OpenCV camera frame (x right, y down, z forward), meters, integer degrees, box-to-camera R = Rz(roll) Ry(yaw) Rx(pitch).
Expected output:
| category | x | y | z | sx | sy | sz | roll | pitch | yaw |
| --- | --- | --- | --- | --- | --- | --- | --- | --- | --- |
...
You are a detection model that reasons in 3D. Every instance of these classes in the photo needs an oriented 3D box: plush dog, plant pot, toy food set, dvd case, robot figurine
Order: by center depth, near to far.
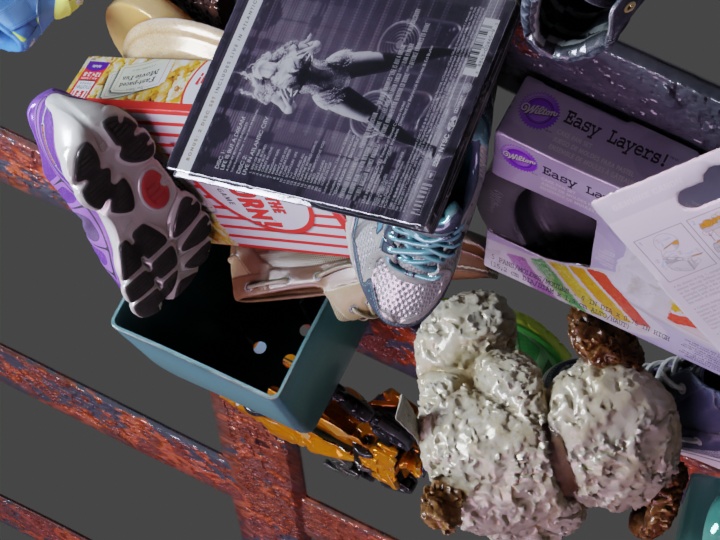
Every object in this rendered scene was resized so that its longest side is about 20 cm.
| category | x | y | z | sx | sy | sz | roll | pitch | yaw |
| --- | --- | --- | --- | --- | --- | --- | --- | --- | --- |
| dvd case | -0.012 | -0.108 | 1.532 | 0.199 | 0.149 | 0.016 | 14 | 165 | 35 |
| plush dog | 0.132 | 0.113 | 1.717 | 0.171 | 0.161 | 0.201 | -16 | 106 | 18 |
| toy food set | -0.075 | -0.111 | 1.733 | 0.199 | 0.049 | 0.198 | 10 | 150 | 40 |
| plant pot | -0.072 | 0.040 | 1.925 | 0.141 | 0.142 | 0.200 | 23 | 165 | 18 |
| robot figurine | -0.028 | 0.114 | 2.121 | 0.199 | 0.058 | 0.145 | 26 | 157 | 14 |

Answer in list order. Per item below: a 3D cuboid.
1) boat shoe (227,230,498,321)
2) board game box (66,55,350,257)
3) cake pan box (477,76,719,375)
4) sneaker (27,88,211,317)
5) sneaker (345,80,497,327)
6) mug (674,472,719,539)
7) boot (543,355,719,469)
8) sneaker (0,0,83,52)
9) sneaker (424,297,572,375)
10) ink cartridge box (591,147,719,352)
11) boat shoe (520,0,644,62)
| category | x | y | z | sx | sy | sz | roll | pitch | yaw |
| --- | --- | --- | --- | --- | --- | --- | --- | --- | --- |
| boat shoe | 0.000 | 0.000 | 1.782 | 0.199 | 0.074 | 0.076 | 3 | 173 | 23 |
| board game box | -0.084 | -0.076 | 1.690 | 0.199 | 0.046 | 0.152 | 6 | 147 | 45 |
| cake pan box | 0.170 | -0.025 | 1.606 | 0.199 | 0.052 | 0.184 | 26 | 155 | 11 |
| sneaker | -0.163 | -0.052 | 1.710 | 0.083 | 0.081 | 0.200 | 34 | 157 | 39 |
| sneaker | 0.035 | -0.040 | 1.576 | 0.077 | 0.087 | 0.201 | 8 | 125 | -5 |
| mug | 0.280 | 0.212 | 1.789 | 0.184 | 0.115 | 0.152 | 16 | 175 | -26 |
| boot | 0.214 | 0.081 | 1.757 | 0.199 | 0.073 | 0.091 | 12 | 145 | 21 |
| sneaker | -0.282 | -0.210 | 1.709 | 0.199 | 0.105 | 0.076 | 24 | 156 | 14 |
| sneaker | 0.117 | 0.092 | 1.863 | 0.200 | 0.084 | 0.074 | 44 | 154 | -27 |
| ink cartridge box | 0.252 | -0.014 | 1.462 | 0.162 | 0.050 | 0.200 | -23 | 123 | 35 |
| boat shoe | 0.141 | -0.174 | 1.282 | 0.071 | 0.091 | 0.200 | 31 | 157 | -1 |
